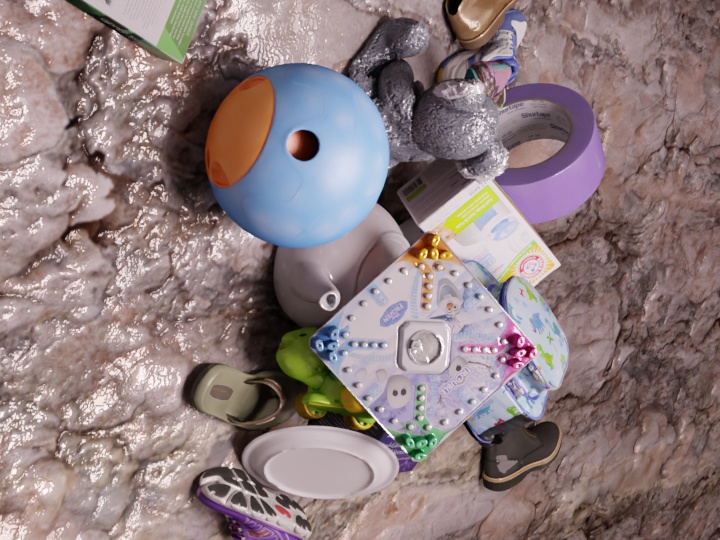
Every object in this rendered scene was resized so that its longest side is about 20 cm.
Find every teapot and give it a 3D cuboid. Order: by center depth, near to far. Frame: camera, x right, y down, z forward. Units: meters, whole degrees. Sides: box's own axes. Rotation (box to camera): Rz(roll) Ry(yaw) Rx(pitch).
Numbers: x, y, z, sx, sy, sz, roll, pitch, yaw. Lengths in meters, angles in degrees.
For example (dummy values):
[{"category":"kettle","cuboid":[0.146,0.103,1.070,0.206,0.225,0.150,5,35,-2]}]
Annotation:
[{"category":"teapot","cuboid":[0.000,0.000,1.569,0.200,0.146,0.197,-58,144,-20]}]

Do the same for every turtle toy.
[{"category":"turtle toy","cuboid":[-0.016,0.132,1.549,0.200,0.146,0.101,17,70,-32]}]

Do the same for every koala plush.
[{"category":"koala plush","cuboid":[0.087,-0.189,1.554,0.184,0.200,0.177,-50,141,-28]}]

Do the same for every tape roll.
[{"category":"tape roll","cuboid":[0.242,-0.167,1.781,0.200,0.200,0.085,-54,143,-23]}]

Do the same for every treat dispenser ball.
[{"category":"treat dispenser ball","cuboid":[-0.069,-0.125,1.364,0.201,0.201,0.201,-28,127,-45]}]

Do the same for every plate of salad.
[{"category":"plate of salad","cuboid":[-0.050,0.238,1.592,0.200,0.200,0.048,58,29,-49]}]

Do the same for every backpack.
[{"category":"backpack","cuboid":[0.165,0.087,1.586,0.200,0.147,0.183,51,28,-8]}]

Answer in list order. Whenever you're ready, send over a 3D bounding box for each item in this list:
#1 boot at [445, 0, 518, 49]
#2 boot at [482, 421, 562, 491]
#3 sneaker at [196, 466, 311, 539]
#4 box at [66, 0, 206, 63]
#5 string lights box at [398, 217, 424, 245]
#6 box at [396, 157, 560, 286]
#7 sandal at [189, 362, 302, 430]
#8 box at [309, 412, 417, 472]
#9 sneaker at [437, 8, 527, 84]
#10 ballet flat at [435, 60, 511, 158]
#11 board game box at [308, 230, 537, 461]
[{"category":"boot","cuboid":[0.185,-0.401,1.715,0.200,0.074,0.075,-56,133,-18]},{"category":"boot","cuboid":[0.283,0.277,2.165,0.200,0.077,0.138,-33,126,-44]},{"category":"sneaker","cuboid":[-0.141,0.317,1.585,0.083,0.081,0.200,-43,134,6]},{"category":"box","cuboid":[-0.219,-0.306,1.218,0.200,0.036,0.144,27,83,-54]},{"category":"string lights box","cuboid":[0.091,0.024,1.785,0.103,0.059,0.200,-32,129,-43]},{"category":"box","cuboid":[0.159,-0.056,1.671,0.112,0.101,0.200,-39,124,8]},{"category":"sandal","cuboid":[-0.132,0.162,1.536,0.201,0.057,0.080,16,92,-59]},{"category":"box","cuboid":[0.049,0.172,1.699,0.148,0.104,0.200,4,124,-54]},{"category":"sneaker","cuboid":[0.193,-0.294,1.755,0.200,0.088,0.075,-50,139,-31]},{"category":"ballet flat","cuboid":[0.153,-0.210,1.674,0.071,0.069,0.200,-9,154,-21]},{"category":"board game box","cuboid":[0.076,0.090,1.463,0.200,0.026,0.200,-42,99,-4]}]
